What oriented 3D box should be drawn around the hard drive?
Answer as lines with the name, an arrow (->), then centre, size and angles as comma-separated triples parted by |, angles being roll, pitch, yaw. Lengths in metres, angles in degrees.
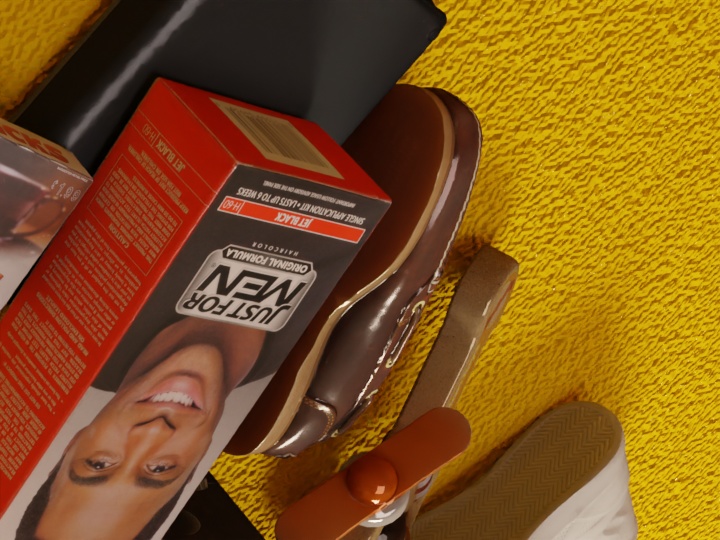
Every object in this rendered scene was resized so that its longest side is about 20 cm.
hard drive -> -0.067, -0.060, 1.079 | 0.200, 0.033, 0.140 | -48, 145, 6

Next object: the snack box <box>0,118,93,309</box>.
snack box -> -0.191, -0.043, 0.955 | 0.200, 0.024, 0.072 | 25, 108, -43

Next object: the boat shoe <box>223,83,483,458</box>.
boat shoe -> 0.000, 0.000, 1.179 | 0.070, 0.070, 0.200 | 0, 134, -44

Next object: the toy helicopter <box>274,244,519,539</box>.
toy helicopter -> 0.021, 0.080, 1.267 | 0.200, 0.079, 0.132 | -65, 165, 2

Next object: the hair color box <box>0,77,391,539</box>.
hair color box -> -0.086, 0.028, 1.070 | 0.101, 0.061, 0.200 | 12, 118, -51

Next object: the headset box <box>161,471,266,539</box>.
headset box -> -0.092, 0.172, 1.149 | 0.148, 0.200, 0.075 | -8, 132, -39

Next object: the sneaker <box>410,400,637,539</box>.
sneaker -> 0.069, 0.169, 1.417 | 0.200, 0.074, 0.116 | -36, 141, -13
